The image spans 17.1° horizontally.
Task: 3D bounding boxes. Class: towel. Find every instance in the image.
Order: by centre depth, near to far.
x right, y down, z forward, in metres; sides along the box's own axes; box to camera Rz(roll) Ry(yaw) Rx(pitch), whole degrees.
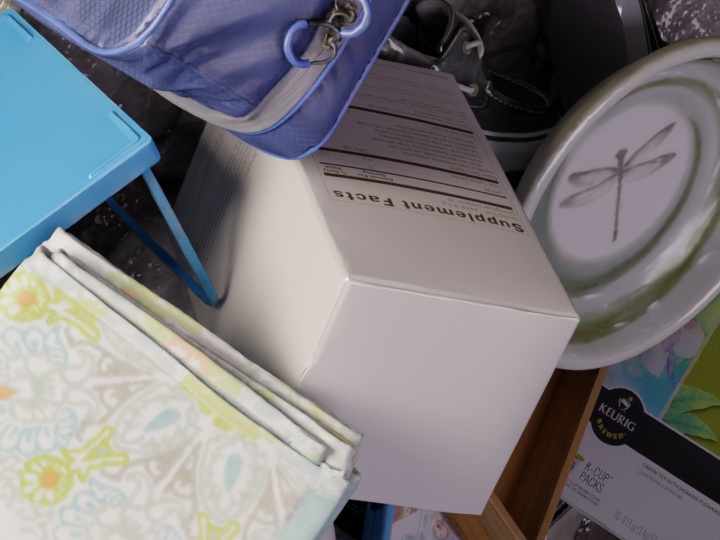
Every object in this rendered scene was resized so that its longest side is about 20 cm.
[{"bbox_3d":[-0.116,0.107,1.017,0.171,0.048,0.200,35,98,0],"label":"towel"}]

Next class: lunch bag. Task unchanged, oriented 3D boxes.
[{"bbox_3d":[-0.061,-0.140,1.047,0.132,0.200,0.136,28,95,-43],"label":"lunch bag"}]

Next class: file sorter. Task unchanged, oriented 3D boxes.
[{"bbox_3d":[-0.185,0.008,1.090,0.200,0.139,0.123,-37,135,-12],"label":"file sorter"}]

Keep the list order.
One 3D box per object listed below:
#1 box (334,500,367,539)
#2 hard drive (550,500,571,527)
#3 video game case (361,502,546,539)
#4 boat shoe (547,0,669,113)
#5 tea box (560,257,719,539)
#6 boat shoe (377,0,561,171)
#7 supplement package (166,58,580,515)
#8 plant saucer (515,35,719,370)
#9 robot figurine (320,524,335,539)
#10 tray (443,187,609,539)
[{"bbox_3d":[-0.070,0.198,1.282,0.114,0.132,0.201,-6,121,-53],"label":"box"},{"bbox_3d":[0.051,0.129,1.404,0.200,0.038,0.140,-43,133,-8],"label":"hard drive"},{"bbox_3d":[0.056,0.114,1.276,0.143,0.018,0.201,40,49,-41],"label":"video game case"},{"bbox_3d":[0.149,-0.098,1.324,0.056,0.069,0.201,-33,137,-21],"label":"boat shoe"},{"bbox_3d":[0.238,0.087,1.411,0.198,0.133,0.200,-61,149,3],"label":"tea box"},{"bbox_3d":[0.033,-0.102,1.226,0.199,0.072,0.071,11,114,-38],"label":"boat shoe"},{"bbox_3d":[0.000,0.000,1.118,0.119,0.200,0.122,10,124,-25],"label":"supplement package"},{"bbox_3d":[0.142,-0.042,1.269,0.199,0.050,0.201,-24,135,-26],"label":"plant saucer"},{"bbox_3d":[-0.098,0.142,1.136,0.150,0.200,0.126,-2,76,-38],"label":"robot figurine"},{"bbox_3d":[0.084,0.054,1.291,0.099,0.037,0.200,56,40,-27],"label":"tray"}]
